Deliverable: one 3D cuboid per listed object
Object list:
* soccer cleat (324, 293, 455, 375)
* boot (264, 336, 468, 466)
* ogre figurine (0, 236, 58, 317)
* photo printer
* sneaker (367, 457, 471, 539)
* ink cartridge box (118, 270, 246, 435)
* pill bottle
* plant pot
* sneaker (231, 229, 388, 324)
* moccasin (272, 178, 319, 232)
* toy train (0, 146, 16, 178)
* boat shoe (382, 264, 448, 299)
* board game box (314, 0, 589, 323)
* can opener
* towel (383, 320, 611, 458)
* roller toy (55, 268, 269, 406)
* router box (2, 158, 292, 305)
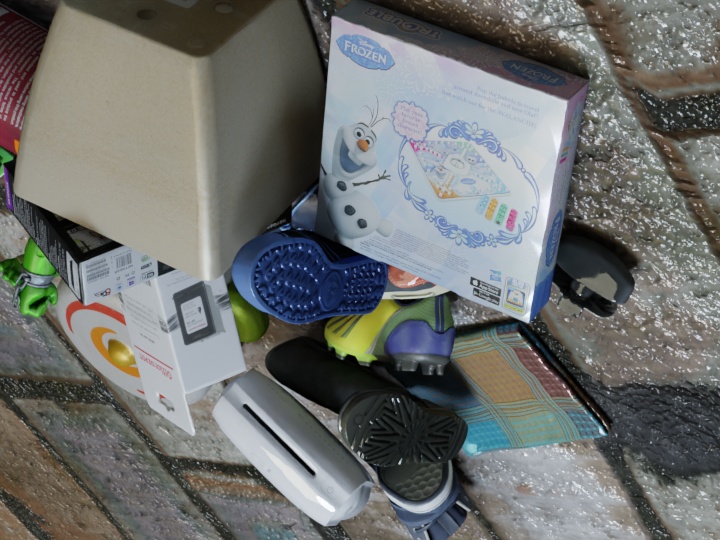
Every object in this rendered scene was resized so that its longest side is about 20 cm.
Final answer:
[{"bbox_3d":[0.029,0.048,1.580,0.064,0.085,0.200,9,178,-26],"label":"soccer cleat"},{"bbox_3d":[-0.017,0.112,1.609,0.199,0.073,0.181,33,-174,38],"label":"boot"},{"bbox_3d":[-0.283,-0.062,1.635,0.098,0.200,0.121,28,128,9],"label":"ogre figurine"},{"bbox_3d":[-0.063,0.170,1.650,0.166,0.069,0.200,44,177,9],"label":"photo printer"},{"bbox_3d":[0.068,0.220,1.695,0.147,0.077,0.202,56,175,-24],"label":"sneaker"},{"bbox_3d":[-0.166,0.033,1.547,0.116,0.066,0.202,22,128,58],"label":"ink cartridge box"},{"bbox_3d":[-0.288,-0.156,1.556,0.199,0.113,0.113,29,149,12],"label":"pill bottle"},{"bbox_3d":[-0.144,-0.146,1.364,0.198,0.200,0.178,23,135,20],"label":"plant pot"},{"bbox_3d":[-0.057,0.001,1.391,0.077,0.071,0.199,16,-177,30],"label":"sneaker"},{"bbox_3d":[-0.074,-0.054,1.524,0.199,0.068,0.081,11,141,35],"label":"moccasin"},{"bbox_3d":[-0.348,-0.116,1.632,0.056,0.200,0.042,36,105,-5],"label":"toy train"},{"bbox_3d":[0.000,0.000,1.529,0.199,0.071,0.063,-9,130,45],"label":"boat shoe"},{"bbox_3d":[0.064,-0.084,1.321,0.199,0.043,0.200,23,130,21],"label":"board game box"},{"bbox_3d":[0.128,-0.024,1.395,0.199,0.053,0.067,29,114,8],"label":"can opener"},{"bbox_3d":[0.122,0.113,1.601,0.147,0.022,0.199,47,148,-19],"label":"towel"},{"bbox_3d":[-0.204,0.039,1.710,0.182,0.140,0.200,43,149,-11],"label":"roller toy"},{"bbox_3d":[-0.177,-0.064,1.443,0.149,0.199,0.051,47,147,38],"label":"router box"}]
